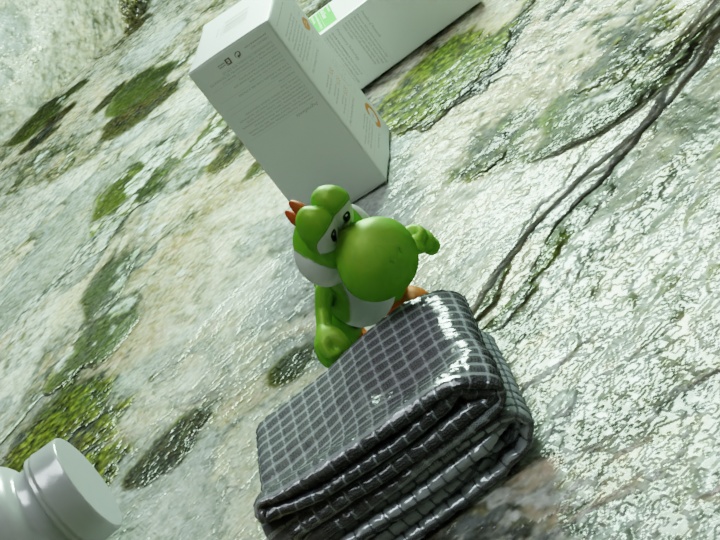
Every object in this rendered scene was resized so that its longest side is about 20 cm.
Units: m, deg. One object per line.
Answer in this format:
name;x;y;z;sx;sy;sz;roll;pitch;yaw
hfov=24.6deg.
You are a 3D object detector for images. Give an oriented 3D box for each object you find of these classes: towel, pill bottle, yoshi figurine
towel;0.012;0.112;1.142;0.200;0.086;0.166;-36;22;6
pill bottle;-0.299;0.230;1.342;0.200;0.120;0.120;-37;23;2
yoshi figurine;0.007;0.011;1.235;0.111;0.200;0.113;-7;62;10

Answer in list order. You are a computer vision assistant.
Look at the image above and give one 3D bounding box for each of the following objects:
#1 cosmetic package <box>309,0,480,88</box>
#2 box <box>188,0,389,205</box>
cosmetic package;0.029;-0.288;1.869;0.200;0.085;0.108;-37;20;5
box;-0.066;-0.166;1.628;0.097;0.200;0.125;-31;23;18
